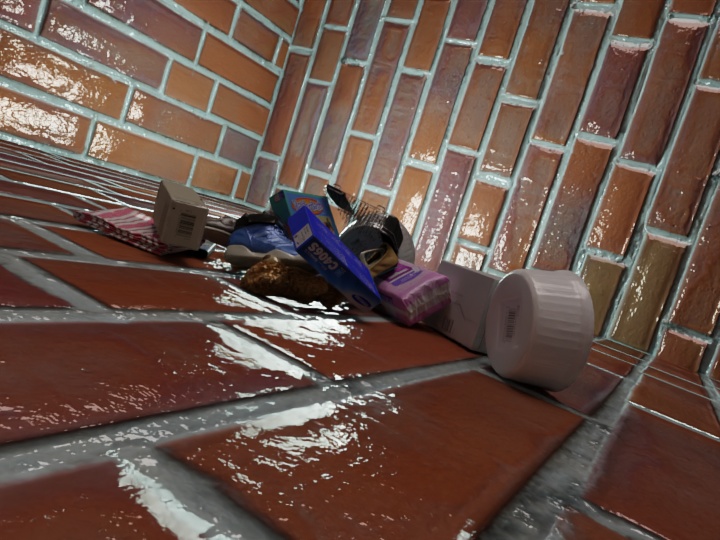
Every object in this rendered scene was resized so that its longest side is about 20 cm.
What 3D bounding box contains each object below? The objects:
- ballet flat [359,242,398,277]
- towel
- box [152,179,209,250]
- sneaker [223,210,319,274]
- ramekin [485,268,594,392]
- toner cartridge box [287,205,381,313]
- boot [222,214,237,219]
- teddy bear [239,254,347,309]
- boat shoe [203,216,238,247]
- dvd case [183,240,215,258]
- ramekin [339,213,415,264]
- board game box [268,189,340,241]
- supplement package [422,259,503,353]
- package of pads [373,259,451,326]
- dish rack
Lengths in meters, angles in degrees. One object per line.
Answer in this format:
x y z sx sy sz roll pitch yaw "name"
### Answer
0.000 0.000 1.172 0.068 0.064 0.199 -8 18 45 "ballet flat"
-0.410 -0.081 1.087 0.198 0.030 0.146 22 13 10 "towel"
-0.334 -0.105 1.059 0.068 0.083 0.200 13 13 -27 "box"
-0.149 -0.058 1.083 0.197 0.113 0.077 6 -22 10 "sneaker"
0.286 0.093 0.957 0.096 0.203 0.200 10 7 -11 "ramekin"
-0.043 -0.016 1.003 0.200 0.043 0.095 45 16 -38 "toner cartridge box"
-0.323 -0.115 1.753 0.197 0.067 0.165 13 4 -5 "boot"
-0.111 0.019 1.016 0.198 0.068 0.145 17 3 -24 "teddy bear"
-0.236 -0.078 1.156 0.198 0.058 0.067 15 -24 -16 "boat shoe"
-0.382 -0.065 1.222 0.141 0.018 0.200 17 6 -11 "dvd case"
0.028 -0.034 1.400 0.198 0.203 0.105 19 15 13 "ramekin"
-0.098 -0.060 1.189 0.045 0.202 0.151 -25 -14 31 "board game box"
0.274 0.087 1.212 0.198 0.149 0.191 16 6 -27 "supplement package"
0.089 0.040 1.219 0.119 0.077 0.199 -24 24 -23 "package of pads"
0.003 -0.115 1.267 0.198 0.055 0.154 29 -10 15 "dish rack"
